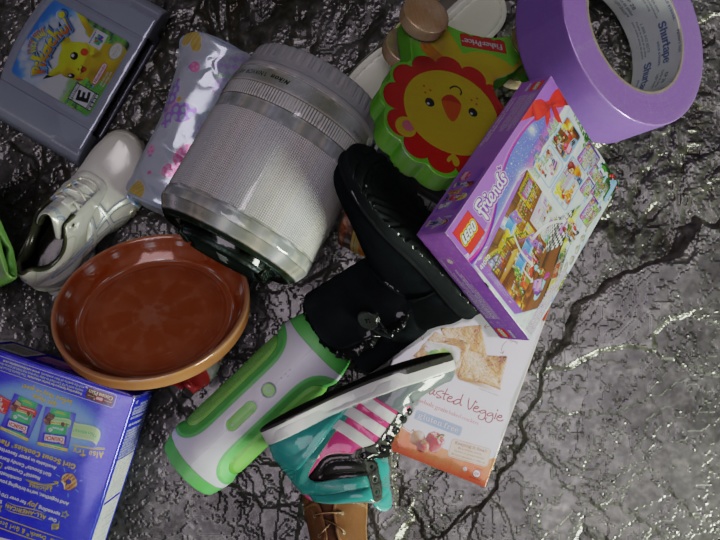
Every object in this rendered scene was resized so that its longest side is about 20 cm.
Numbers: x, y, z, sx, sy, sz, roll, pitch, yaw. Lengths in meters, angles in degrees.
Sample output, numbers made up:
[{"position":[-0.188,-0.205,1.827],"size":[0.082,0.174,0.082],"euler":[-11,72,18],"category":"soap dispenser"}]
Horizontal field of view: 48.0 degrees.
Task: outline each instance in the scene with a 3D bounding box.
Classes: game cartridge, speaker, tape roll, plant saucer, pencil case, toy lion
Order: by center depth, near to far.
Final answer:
[{"position":[0.104,-0.160,0.777],"size":[0.199,0.069,0.192],"euler":[3,66,-21],"category":"toy lion"},{"position":[0.249,-0.231,0.803],"size":[0.200,0.066,0.201],"euler":[7,77,-30],"category":"tape roll"},{"position":[-0.213,0.041,0.833],"size":[0.200,0.032,0.201],"euler":[-1,45,1],"category":"plant saucer"},{"position":[-0.107,0.138,0.844],"size":[0.200,0.088,0.088],"euler":[-44,85,0],"category":"speaker"},{"position":[-0.179,-0.152,0.866],"size":[0.090,0.083,0.201],"euler":[20,89,-14],"category":"pencil case"},{"position":[-0.319,-0.234,0.905],"size":[0.133,0.040,0.200],"euler":[29,89,8],"category":"game cartridge"}]

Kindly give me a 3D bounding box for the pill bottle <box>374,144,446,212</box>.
[{"position":[0.113,-0.090,0.834],"size":[0.200,0.106,0.106],"euler":[31,89,4],"category":"pill bottle"}]

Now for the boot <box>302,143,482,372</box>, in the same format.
[{"position":[0.000,0.000,0.757],"size":[0.168,0.076,0.200],"euler":[-30,112,34],"category":"boot"}]

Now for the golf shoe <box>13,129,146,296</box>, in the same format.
[{"position":[-0.297,-0.065,0.863],"size":[0.078,0.097,0.200],"euler":[27,88,6],"category":"golf shoe"}]

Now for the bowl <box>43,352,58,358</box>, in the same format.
[{"position":[-0.365,0.187,0.881],"size":[0.200,0.039,0.201],"euler":[0,87,4],"category":"bowl"}]

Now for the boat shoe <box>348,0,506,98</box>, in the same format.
[{"position":[0.060,-0.235,0.869],"size":[0.201,0.060,0.072],"euler":[-35,123,3],"category":"boat shoe"}]

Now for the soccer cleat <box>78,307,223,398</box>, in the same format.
[{"position":[-0.234,0.071,0.871],"size":[0.199,0.069,0.085],"euler":[16,46,21],"category":"soccer cleat"}]

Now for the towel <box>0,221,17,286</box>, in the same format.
[{"position":[-0.447,-0.028,0.865],"size":[0.200,0.031,0.150],"euler":[-20,88,29],"category":"towel"}]

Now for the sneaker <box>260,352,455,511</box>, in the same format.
[{"position":[0.017,0.166,0.783],"size":[0.200,0.084,0.121],"euler":[-24,89,-2],"category":"sneaker"}]

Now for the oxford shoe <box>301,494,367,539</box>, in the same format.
[{"position":[-0.026,0.256,0.841],"size":[0.071,0.071,0.201],"euler":[-15,84,4],"category":"oxford shoe"}]

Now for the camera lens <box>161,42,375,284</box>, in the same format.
[{"position":[-0.088,-0.098,0.799],"size":[0.160,0.160,0.200],"euler":[27,80,5],"category":"camera lens"}]

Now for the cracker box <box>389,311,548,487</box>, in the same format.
[{"position":[0.101,0.104,0.846],"size":[0.134,0.058,0.201],"euler":[20,88,7],"category":"cracker box"}]

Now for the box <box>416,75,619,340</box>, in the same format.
[{"position":[0.149,-0.057,0.729],"size":[0.137,0.039,0.200],"euler":[49,62,-26],"category":"box"}]

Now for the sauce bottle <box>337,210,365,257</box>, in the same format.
[{"position":[0.077,-0.020,0.798],"size":[0.199,0.066,0.066],"euler":[20,88,13],"category":"sauce bottle"}]

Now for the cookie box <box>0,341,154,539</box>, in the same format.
[{"position":[-0.326,0.194,0.820],"size":[0.171,0.075,0.201],"euler":[18,88,4],"category":"cookie box"}]
